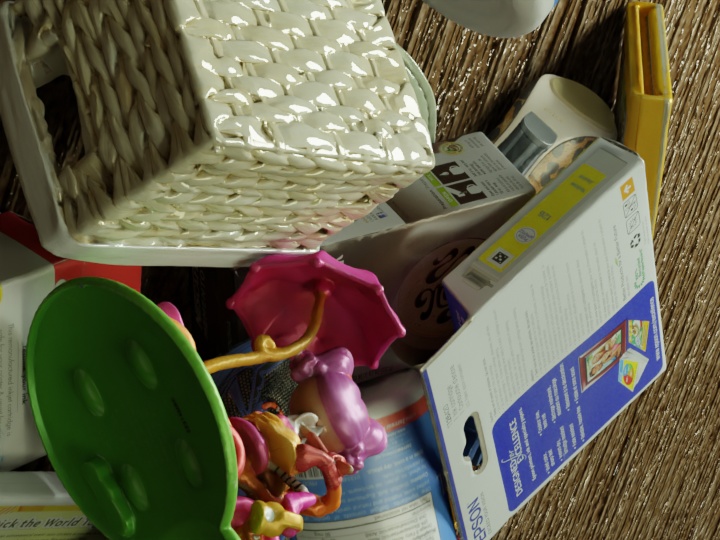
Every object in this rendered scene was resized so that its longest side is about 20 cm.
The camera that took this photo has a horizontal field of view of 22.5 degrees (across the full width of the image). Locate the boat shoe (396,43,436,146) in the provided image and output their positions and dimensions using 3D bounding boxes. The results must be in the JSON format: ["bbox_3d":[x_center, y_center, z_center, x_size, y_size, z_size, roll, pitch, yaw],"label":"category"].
[{"bbox_3d":[0.015,-0.079,1.156,0.072,0.061,0.202,-28,132,-6],"label":"boat shoe"}]

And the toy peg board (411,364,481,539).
[{"bbox_3d":[0.053,0.177,1.279,0.200,0.098,0.200,-65,166,1],"label":"toy peg board"}]

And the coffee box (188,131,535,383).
[{"bbox_3d":[0.000,0.000,1.108,0.199,0.080,0.113,-15,128,-21],"label":"coffee box"}]

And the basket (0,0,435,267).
[{"bbox_3d":[-0.072,-0.087,0.933,0.123,0.136,0.200,-29,162,32],"label":"basket"}]

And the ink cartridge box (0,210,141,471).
[{"bbox_3d":[-0.209,0.046,0.936,0.200,0.067,0.117,-22,129,-43],"label":"ink cartridge box"}]

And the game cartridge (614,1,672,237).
[{"bbox_3d":[0.200,-0.074,1.344,0.177,0.032,0.201,-78,173,-60],"label":"game cartridge"}]

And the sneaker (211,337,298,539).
[{"bbox_3d":[-0.067,0.124,1.009,0.075,0.078,0.201,55,50,-46],"label":"sneaker"}]

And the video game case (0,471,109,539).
[{"bbox_3d":[-0.214,0.174,0.982,0.182,0.023,0.200,-46,153,19],"label":"video game case"}]

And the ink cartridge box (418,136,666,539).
[{"bbox_3d":[0.107,0.051,1.121,0.200,0.047,0.198,-39,141,-21],"label":"ink cartridge box"}]

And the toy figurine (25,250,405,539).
[{"bbox_3d":[-0.045,0.070,0.943,0.184,0.150,0.201,-25,87,-43],"label":"toy figurine"}]

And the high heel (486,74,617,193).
[{"bbox_3d":[0.109,-0.068,1.308,0.143,0.071,0.200,-48,171,27],"label":"high heel"}]

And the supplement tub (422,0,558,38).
[{"bbox_3d":[0.107,-0.253,1.098,0.200,0.132,0.132,-52,144,-15],"label":"supplement tub"}]

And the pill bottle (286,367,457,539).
[{"bbox_3d":[0.005,0.169,1.129,0.112,0.112,0.201,-22,106,-43],"label":"pill bottle"}]
